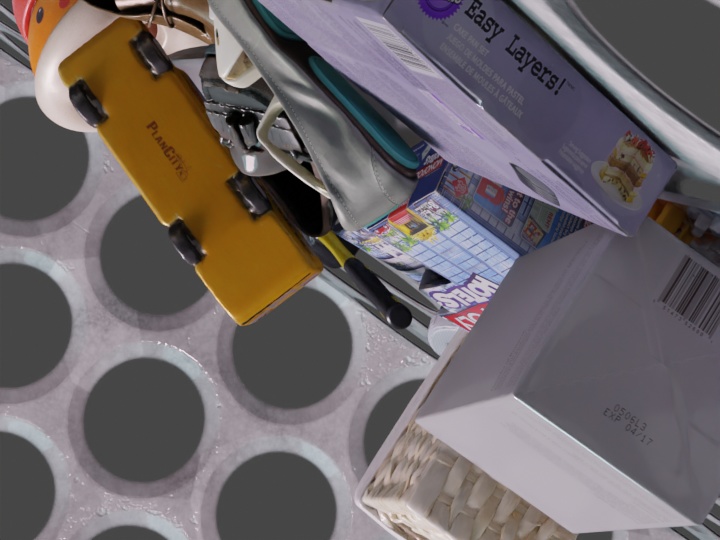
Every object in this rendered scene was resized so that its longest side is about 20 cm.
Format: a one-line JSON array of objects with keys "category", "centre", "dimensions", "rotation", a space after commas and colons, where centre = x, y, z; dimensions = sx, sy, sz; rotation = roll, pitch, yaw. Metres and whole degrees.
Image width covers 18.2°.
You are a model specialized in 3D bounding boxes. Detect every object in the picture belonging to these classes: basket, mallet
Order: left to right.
[{"category": "mallet", "centre": [0.000, 0.000, 1.506], "dimensions": [0.066, 0.041, 0.200], "rotation": [36, -174, -35]}, {"category": "basket", "centre": [0.109, 0.120, 1.595], "dimensions": [0.135, 0.201, 0.123], "rotation": [35, 169, -8]}]

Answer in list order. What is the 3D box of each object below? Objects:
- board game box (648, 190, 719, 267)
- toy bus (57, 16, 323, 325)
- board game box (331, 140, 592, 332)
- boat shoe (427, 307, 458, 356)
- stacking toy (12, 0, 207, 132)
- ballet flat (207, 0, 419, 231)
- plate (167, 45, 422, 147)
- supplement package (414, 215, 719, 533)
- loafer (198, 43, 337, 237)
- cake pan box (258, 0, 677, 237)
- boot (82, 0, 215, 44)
[{"category": "board game box", "centre": [0.250, 0.033, 1.154], "dimensions": [0.200, 0.026, 0.200], "rotation": [37, 175, -20]}, {"category": "toy bus", "centre": [-0.107, -0.064, 1.421], "dimensions": [0.201, 0.065, 0.078], "rotation": [54, -174, 3]}, {"category": "board game box", "centre": [0.098, -0.001, 1.402], "dimensions": [0.199, 0.062, 0.200], "rotation": [31, 159, -14]}, {"category": "boat shoe", "centre": [0.153, 0.045, 1.771], "dimensions": [0.198, 0.067, 0.074], "rotation": [12, 145, 18]}, {"category": "stacking toy", "centre": [-0.201, -0.206, 1.529], "dimensions": [0.200, 0.146, 0.146], "rotation": [50, -178, 26]}, {"category": "ballet flat", "centre": [-0.045, -0.108, 1.233], "dimensions": [0.201, 0.064, 0.067], "rotation": [54, -160, 15]}, {"category": "plate", "centre": [-0.005, -0.096, 1.438], "dimensions": [0.199, 0.032, 0.199], "rotation": [38, 160, -29]}, {"category": "supplement package", "centre": [0.129, 0.059, 1.211], "dimensions": [0.121, 0.120, 0.200], "rotation": [35, 166, -7]}, {"category": "loafer", "centre": [-0.045, -0.074, 1.352], "dimensions": [0.071, 0.063, 0.200], "rotation": [18, 171, 25]}, {"category": "cake pan box", "centre": [0.038, -0.106, 1.125], "dimensions": [0.200, 0.052, 0.184], "rotation": [38, 173, -31]}, {"category": "boot", "centre": [-0.104, -0.159, 1.343], "dimensions": [0.199, 0.075, 0.074], "rotation": [30, 130, 44]}]
